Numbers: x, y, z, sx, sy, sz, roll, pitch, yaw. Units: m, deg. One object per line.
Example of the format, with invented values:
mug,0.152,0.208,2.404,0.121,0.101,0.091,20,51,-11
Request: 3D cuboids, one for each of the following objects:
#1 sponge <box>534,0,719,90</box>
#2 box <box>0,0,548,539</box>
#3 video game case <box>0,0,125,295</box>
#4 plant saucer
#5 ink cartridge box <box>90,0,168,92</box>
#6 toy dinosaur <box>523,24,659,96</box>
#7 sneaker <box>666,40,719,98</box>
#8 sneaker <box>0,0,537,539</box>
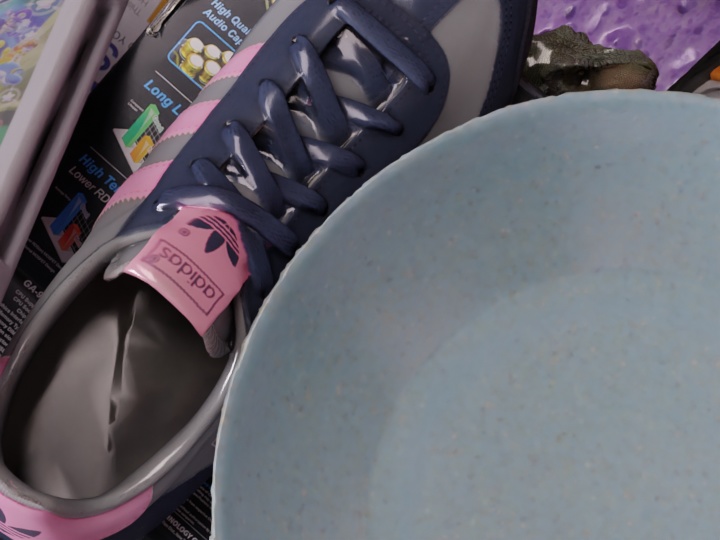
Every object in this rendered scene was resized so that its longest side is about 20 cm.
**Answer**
sponge,0.079,-0.128,0.876,0.111,0.030,0.200,-34,56,0
box,0.003,0.019,0.732,0.200,0.046,0.159,41,90,2
video game case,-0.140,-0.033,0.698,0.143,0.018,0.200,-4,44,21
plant saucer,0.065,0.058,0.652,0.200,0.039,0.202,1,78,-3
ink cartridge box,-0.088,-0.174,0.829,0.196,0.043,0.200,36,79,-7
toy dinosaur,0.000,0.000,0.798,0.200,0.088,0.047,-36,54,1
sneaker,0.137,-0.036,0.716,0.076,0.200,0.092,-42,92,-4
sneaker,-0.023,-0.011,0.669,0.070,0.082,0.200,35,90,4
